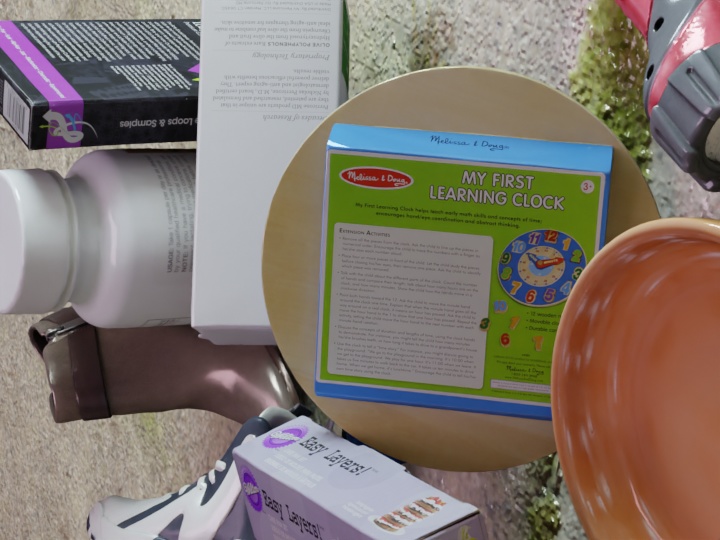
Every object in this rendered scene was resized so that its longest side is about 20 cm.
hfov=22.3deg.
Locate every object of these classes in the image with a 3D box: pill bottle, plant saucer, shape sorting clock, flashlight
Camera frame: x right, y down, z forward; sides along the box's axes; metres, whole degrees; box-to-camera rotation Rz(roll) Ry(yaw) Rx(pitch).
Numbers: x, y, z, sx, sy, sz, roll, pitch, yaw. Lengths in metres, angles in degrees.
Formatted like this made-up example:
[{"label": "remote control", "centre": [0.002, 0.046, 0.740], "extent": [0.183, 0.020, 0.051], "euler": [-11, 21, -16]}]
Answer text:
[{"label": "pill bottle", "centre": [-0.138, -0.021, 1.171], "extent": [0.114, 0.199, 0.115], "euler": [7, 99, 59]}, {"label": "plant saucer", "centre": [0.161, 0.074, 0.799], "extent": [0.200, 0.037, 0.201], "euler": [23, 119, 50]}, {"label": "shape sorting clock", "centre": [0.050, 0.000, 0.890], "extent": [0.039, 0.199, 0.201], "euler": [-57, -25, -72]}, {"label": "flashlight", "centre": [0.127, -0.123, 0.837], "extent": [0.200, 0.067, 0.068], "euler": [58, 142, 39]}]

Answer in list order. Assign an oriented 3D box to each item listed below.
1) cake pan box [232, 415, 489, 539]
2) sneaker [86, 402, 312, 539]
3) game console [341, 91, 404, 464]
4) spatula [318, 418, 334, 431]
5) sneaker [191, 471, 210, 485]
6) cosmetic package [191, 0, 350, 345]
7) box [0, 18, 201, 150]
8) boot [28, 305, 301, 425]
[{"label": "cake pan box", "centre": [0.013, 0.180, 0.886], "extent": [0.200, 0.052, 0.185], "euler": [20, 126, 62]}, {"label": "sneaker", "centre": [-0.079, 0.140, 1.153], "extent": [0.198, 0.079, 0.130], "euler": [11, 75, 44]}, {"label": "game console", "centre": [0.000, 0.000, 1.016], "extent": [0.170, 0.118, 0.201], "euler": [10, 100, 59]}, {"label": "spatula", "centre": [-0.020, 0.080, 1.013], "extent": [0.201, 0.020, 0.057], "euler": [90, -173, -48]}, {"label": "sneaker", "centre": [-0.089, 0.239, 1.246], "extent": [0.095, 0.079, 0.201], "euler": [131, 131, -65]}, {"label": "cosmetic package", "centre": [-0.050, -0.060, 1.044], "extent": [0.108, 0.084, 0.201], "euler": [71, -161, -85]}, {"label": "box", "centre": [-0.140, -0.122, 1.169], "extent": [0.143, 0.199, 0.036], "euler": [44, 133, 51]}, {"label": "boot", "centre": [-0.136, 0.073, 1.222], "extent": [0.200, 0.145, 0.071], "euler": [-133, 35, -54]}]
